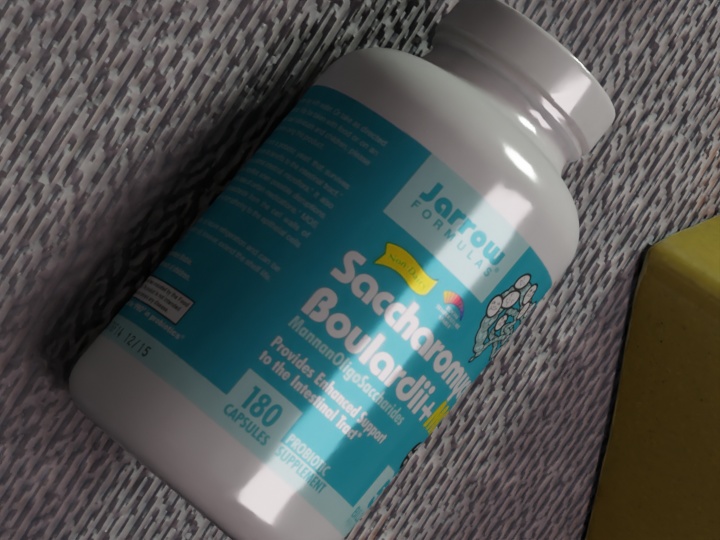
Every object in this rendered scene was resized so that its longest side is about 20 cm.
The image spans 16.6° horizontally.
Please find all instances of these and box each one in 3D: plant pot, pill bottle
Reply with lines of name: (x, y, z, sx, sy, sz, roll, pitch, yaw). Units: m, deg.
plant pot: (0.250, 0.086, 1.138, 0.194, 0.200, 0.196, -22, 132, -37)
pill bottle: (0.000, 0.000, 0.859, 0.200, 0.111, 0.111, -51, 144, -7)
